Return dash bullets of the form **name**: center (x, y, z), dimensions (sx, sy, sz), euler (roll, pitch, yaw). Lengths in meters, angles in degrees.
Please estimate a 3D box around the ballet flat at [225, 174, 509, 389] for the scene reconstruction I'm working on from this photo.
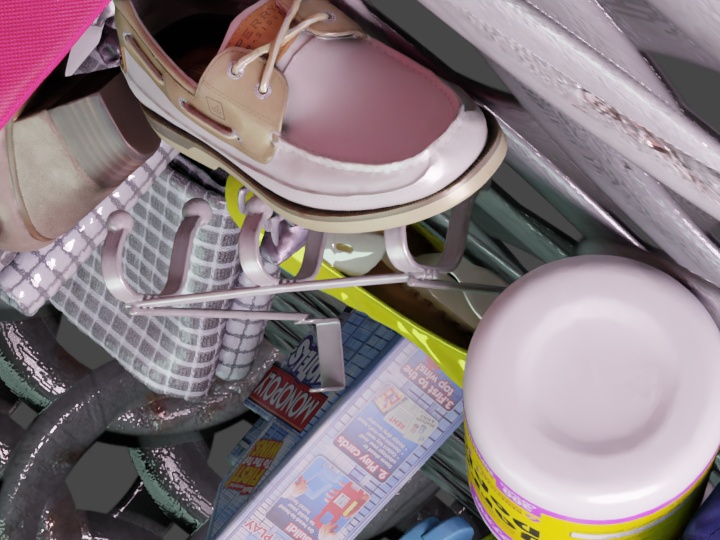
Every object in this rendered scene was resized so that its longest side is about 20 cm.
- **ballet flat**: center (0.023, -0.003, 1.520), dimensions (0.200, 0.067, 0.067), euler (37, 154, -3)

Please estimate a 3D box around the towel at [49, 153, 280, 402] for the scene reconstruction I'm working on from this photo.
- **towel**: center (-0.134, -0.041, 1.722), dimensions (0.200, 0.086, 0.166), euler (39, 137, 27)

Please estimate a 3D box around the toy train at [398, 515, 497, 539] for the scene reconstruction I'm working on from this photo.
- **toy train**: center (0.080, 0.165, 1.328), dimensions (0.116, 0.085, 0.200), euler (48, -168, 18)

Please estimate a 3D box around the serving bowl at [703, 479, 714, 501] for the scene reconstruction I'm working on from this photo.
- **serving bowl**: center (0.150, 0.150, 1.500), dimensions (0.200, 0.066, 0.200), euler (53, -153, -43)

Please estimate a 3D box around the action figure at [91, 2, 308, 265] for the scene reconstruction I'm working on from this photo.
- **action figure**: center (-0.060, -0.083, 1.315), dimensions (0.130, 0.069, 0.200), euler (47, 175, 28)

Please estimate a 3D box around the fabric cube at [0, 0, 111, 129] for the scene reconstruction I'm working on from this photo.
- **fabric cube**: center (-0.186, -0.133, 1.023), dimensions (0.196, 0.199, 0.200), euler (39, 175, -13)

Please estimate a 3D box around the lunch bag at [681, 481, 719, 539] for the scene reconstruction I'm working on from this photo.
- **lunch bag**: center (0.183, 0.144, 1.192), dimensions (0.136, 0.132, 0.200), euler (39, 174, 7)

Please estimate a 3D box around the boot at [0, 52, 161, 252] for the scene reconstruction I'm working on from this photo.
- **boot**: center (-0.171, -0.102, 1.271), dimensions (0.146, 0.070, 0.200), euler (-14, 101, 39)

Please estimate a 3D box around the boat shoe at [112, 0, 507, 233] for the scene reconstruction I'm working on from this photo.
- **boat shoe**: center (-0.030, -0.070, 1.146), dimensions (0.200, 0.075, 0.068), euler (17, 147, 46)

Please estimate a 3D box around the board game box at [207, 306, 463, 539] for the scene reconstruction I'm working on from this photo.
- **board game box**: center (-0.018, 0.088, 1.680), dimensions (0.062, 0.200, 0.200), euler (40, 174, -17)

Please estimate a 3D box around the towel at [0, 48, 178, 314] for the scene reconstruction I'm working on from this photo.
- **towel**: center (-0.188, -0.085, 1.579), dimensions (0.200, 0.166, 0.086), euler (31, 170, 47)

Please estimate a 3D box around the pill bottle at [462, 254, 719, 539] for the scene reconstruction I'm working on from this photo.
- **pill bottle**: center (0.094, 0.068, 1.223), dimensions (0.104, 0.104, 0.200), euler (38, 169, 13)

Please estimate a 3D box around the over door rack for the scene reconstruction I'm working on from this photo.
- **over door rack**: center (0.000, 0.000, 1.286), dimensions (0.148, 0.067, 0.200), euler (-5, 164, 27)

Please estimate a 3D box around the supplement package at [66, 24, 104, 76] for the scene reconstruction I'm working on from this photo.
- **supplement package**: center (-0.218, -0.114, 1.406), dimensions (0.151, 0.200, 0.152), euler (40, 176, -9)

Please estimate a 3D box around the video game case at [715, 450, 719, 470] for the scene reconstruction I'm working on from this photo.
- **video game case**: center (0.256, 0.156, 1.406), dimensions (0.182, 0.023, 0.200), euler (37, 174, 26)
